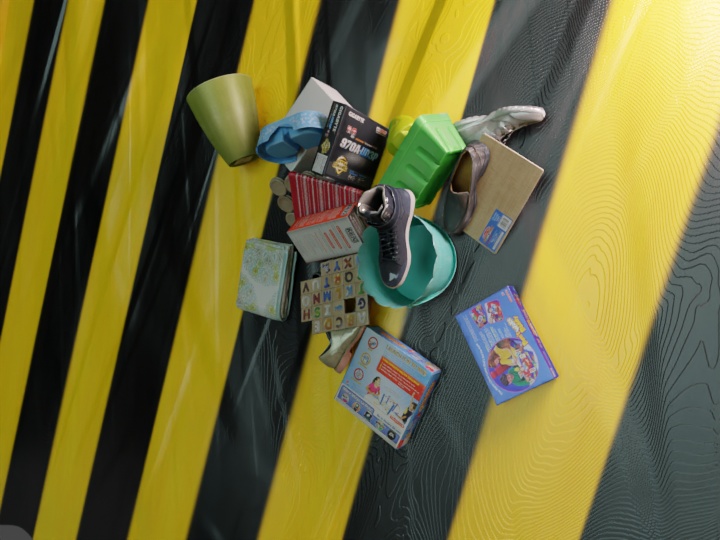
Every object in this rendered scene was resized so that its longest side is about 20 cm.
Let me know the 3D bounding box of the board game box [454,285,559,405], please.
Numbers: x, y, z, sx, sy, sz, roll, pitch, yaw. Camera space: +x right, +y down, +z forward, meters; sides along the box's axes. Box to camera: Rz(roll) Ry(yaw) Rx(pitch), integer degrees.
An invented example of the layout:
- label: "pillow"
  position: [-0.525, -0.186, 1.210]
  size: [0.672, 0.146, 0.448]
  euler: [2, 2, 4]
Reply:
- label: "board game box"
  position: [0.298, 0.154, 1.154]
  size: [0.133, 0.044, 0.203]
  euler: [-32, 72, 26]

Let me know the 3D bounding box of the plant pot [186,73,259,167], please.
- label: "plant pot"
  position: [-0.349, -0.395, 1.523]
  size: [0.184, 0.186, 0.204]
  euler: [-20, 92, 29]

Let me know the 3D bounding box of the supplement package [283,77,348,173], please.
- label: "supplement package"
  position: [-0.115, -0.349, 1.393]
  size: [0.201, 0.116, 0.117]
  euler: [-49, 66, 20]

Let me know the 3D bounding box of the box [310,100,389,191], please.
- label: "box"
  position: [-0.019, -0.277, 1.283]
  size: [0.045, 0.199, 0.162]
  euler: [25, 99, 30]

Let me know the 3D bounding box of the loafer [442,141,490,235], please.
- label: "loafer"
  position: [0.206, -0.168, 1.168]
  size: [0.072, 0.072, 0.204]
  euler: [25, 116, 30]

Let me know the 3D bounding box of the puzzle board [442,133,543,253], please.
- label: "puzzle board"
  position: [0.273, -0.160, 1.175]
  size: [0.150, 0.017, 0.203]
  euler: [39, 123, 23]

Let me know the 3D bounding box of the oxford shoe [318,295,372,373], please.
- label: "oxford shoe"
  position: [-0.033, 0.139, 1.323]
  size: [0.073, 0.071, 0.203]
  euler: [26, 88, -5]

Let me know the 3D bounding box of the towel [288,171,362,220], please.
- label: "towel"
  position: [-0.083, -0.159, 1.352]
  size: [0.196, 0.023, 0.147]
  euler: [18, 137, 19]

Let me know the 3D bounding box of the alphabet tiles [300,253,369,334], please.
- label: "alphabet tiles"
  position: [-0.065, 0.058, 1.326]
  size: [0.196, 0.007, 0.171]
  euler: [-13, 72, 32]

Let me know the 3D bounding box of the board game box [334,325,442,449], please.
- label: "board game box"
  position: [0.060, 0.264, 1.290]
  size: [0.198, 0.055, 0.199]
  euler: [32, 104, 29]

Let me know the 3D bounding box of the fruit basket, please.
- label: "fruit basket"
  position: [0.109, -0.264, 1.224]
  size: [0.212, 0.154, 0.221]
  euler: [14, 112, 37]

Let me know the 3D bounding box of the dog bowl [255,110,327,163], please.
- label: "dog bowl"
  position: [-0.151, -0.308, 1.289]
  size: [0.196, 0.111, 0.051]
  euler: [-12, 70, 29]

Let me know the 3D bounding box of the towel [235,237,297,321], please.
- label: "towel"
  position: [-0.252, 0.020, 1.503]
  size: [0.168, 0.048, 0.205]
  euler: [12, 94, 35]

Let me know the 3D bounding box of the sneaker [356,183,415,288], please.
- label: "sneaker"
  position: [0.045, -0.068, 1.108]
  size: [0.075, 0.145, 0.208]
  euler: [5, 91, 30]

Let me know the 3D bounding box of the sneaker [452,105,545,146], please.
- label: "sneaker"
  position: [0.293, -0.294, 1.178]
  size: [0.197, 0.074, 0.084]
  euler: [-7, 99, 37]

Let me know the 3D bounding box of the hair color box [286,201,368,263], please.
- label: "hair color box"
  position: [-0.073, -0.088, 1.348]
  size: [0.197, 0.062, 0.103]
  euler: [-9, 125, 38]

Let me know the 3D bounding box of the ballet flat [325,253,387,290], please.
- label: "ballet flat"
  position: [0.000, 0.000, 1.341]
  size: [0.197, 0.068, 0.077]
  euler: [25, 84, 32]

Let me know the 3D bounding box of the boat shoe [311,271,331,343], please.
- label: "boat shoe"
  position: [-0.080, 0.099, 1.384]
  size: [0.068, 0.056, 0.205]
  euler: [-22, 76, 28]

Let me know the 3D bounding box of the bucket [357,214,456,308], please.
- label: "bucket"
  position: [0.105, -0.021, 1.230]
  size: [0.203, 0.134, 0.213]
  euler: [-1, 88, 32]

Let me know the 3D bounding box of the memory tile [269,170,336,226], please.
- label: "memory tile"
  position: [-0.127, -0.177, 1.397]
  size: [0.196, 0.017, 0.155]
  euler: [-2, 130, 31]
